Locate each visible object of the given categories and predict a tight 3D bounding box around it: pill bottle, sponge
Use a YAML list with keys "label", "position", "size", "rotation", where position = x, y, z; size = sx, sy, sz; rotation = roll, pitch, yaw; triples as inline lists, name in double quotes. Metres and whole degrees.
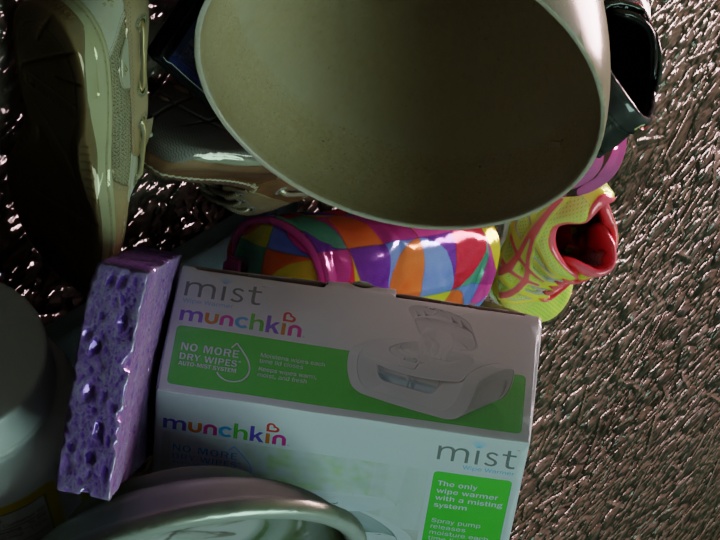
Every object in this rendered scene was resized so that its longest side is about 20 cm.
- label: "pill bottle"
  position: [-0.196, 0.096, 1.422]
  size: [0.114, 0.114, 0.200]
  rotation: [-39, 153, -21]
- label: "sponge"
  position: [-0.119, 0.048, 1.369]
  size: [0.200, 0.030, 0.112]
  rotation: [-54, 154, -87]

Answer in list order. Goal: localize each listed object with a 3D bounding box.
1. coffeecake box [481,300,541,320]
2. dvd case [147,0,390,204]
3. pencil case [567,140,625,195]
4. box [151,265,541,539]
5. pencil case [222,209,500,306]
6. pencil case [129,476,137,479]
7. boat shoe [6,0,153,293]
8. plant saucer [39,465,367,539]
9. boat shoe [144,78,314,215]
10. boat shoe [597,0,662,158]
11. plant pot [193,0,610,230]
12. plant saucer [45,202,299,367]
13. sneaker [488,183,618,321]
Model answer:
- label: "coffeecake box"
  position: [0.039, 0.119, 1.792]
  size: [0.153, 0.073, 0.201]
  rotation: [3, 101, -63]
- label: "dvd case"
  position: [-0.008, -0.153, 1.389]
  size: [0.143, 0.018, 0.201]
  rotation: [39, 79, -37]
- label: "pencil case"
  position: [0.081, -0.095, 1.632]
  size: [0.200, 0.090, 0.094]
  rotation: [2, 83, -60]
- label: "box"
  position: [-0.011, 0.098, 1.478]
  size: [0.177, 0.199, 0.097]
  rotation: [99, 0, -48]
- label: "pencil case"
  position: [0.000, 0.000, 1.576]
  size: [0.200, 0.088, 0.089]
  rotation: [-7, 132, -57]
- label: "pencil case"
  position: [-0.107, 0.178, 1.713]
  size: [0.200, 0.090, 0.094]
  rotation: [9, 87, -60]
- label: "boat shoe"
  position: [-0.131, -0.068, 1.353]
  size: [0.064, 0.071, 0.201]
  rotation: [-37, 154, -32]
- label: "plant saucer"
  position: [-0.098, 0.145, 1.405]
  size: [0.199, 0.050, 0.200]
  rotation: [-12, 155, -6]
- label: "boat shoe"
  position: [-0.057, -0.062, 1.481]
  size: [0.199, 0.076, 0.072]
  rotation: [-6, 133, -53]
- label: "boat shoe"
  position: [0.153, -0.127, 1.618]
  size: [0.063, 0.074, 0.202]
  rotation: [-30, -164, 26]
- label: "plant pot"
  position: [0.033, -0.136, 1.312]
  size: [0.201, 0.199, 0.135]
  rotation: [93, 12, -52]
- label: "plant saucer"
  position: [-0.115, 0.018, 1.559]
  size: [0.200, 0.019, 0.070]
  rotation: [-33, 150, -33]
- label: "sneaker"
  position: [0.133, -0.014, 1.831]
  size: [0.078, 0.090, 0.200]
  rotation: [-42, 155, -19]
